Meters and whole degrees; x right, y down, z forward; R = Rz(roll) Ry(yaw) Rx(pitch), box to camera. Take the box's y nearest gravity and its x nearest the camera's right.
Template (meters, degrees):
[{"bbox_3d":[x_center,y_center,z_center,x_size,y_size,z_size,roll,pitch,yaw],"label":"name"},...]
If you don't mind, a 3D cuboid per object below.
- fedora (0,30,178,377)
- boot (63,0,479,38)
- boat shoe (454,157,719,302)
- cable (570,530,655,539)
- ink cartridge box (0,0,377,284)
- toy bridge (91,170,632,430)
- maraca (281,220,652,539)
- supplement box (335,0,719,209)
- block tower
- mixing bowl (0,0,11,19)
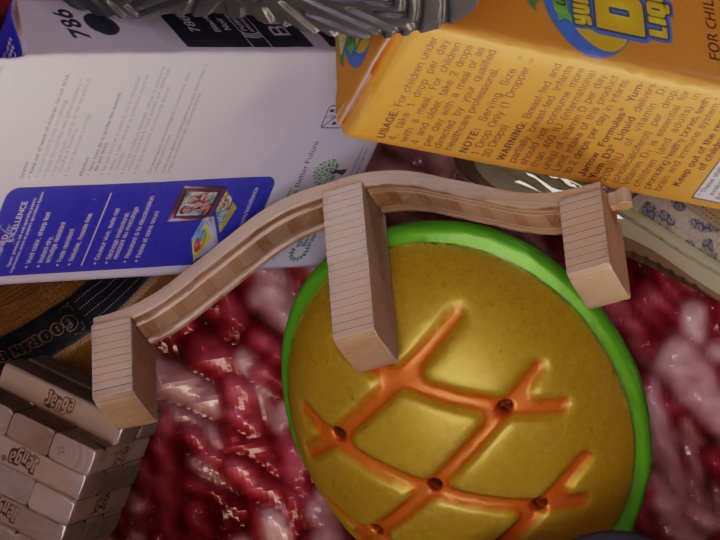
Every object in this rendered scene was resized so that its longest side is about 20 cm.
[{"bbox_3d":[-0.136,-0.030,1.093,0.201,0.200,0.082,-49,54,10],"label":"fedora"},{"bbox_3d":[-0.009,-0.177,0.982,0.164,0.066,0.201,7,57,24],"label":"boot"},{"bbox_3d":[0.134,-0.027,1.083,0.199,0.073,0.063,23,102,4],"label":"boat shoe"},{"bbox_3d":[0.072,0.158,1.079,0.199,0.051,0.163,-18,134,38],"label":"cable"},{"bbox_3d":[-0.079,-0.045,1.027,0.039,0.199,0.100,48,126,34],"label":"ink cartridge box"},{"bbox_3d":[0.000,0.000,1.032,0.199,0.027,0.068,-15,56,16],"label":"toy bridge"},{"bbox_3d":[0.046,0.071,1.094,0.136,0.107,0.201,-10,115,25],"label":"maraca"},{"bbox_3d":[0.092,-0.071,1.013,0.199,0.067,0.069,9,143,-17],"label":"supplement box"},{"bbox_3d":[-0.141,0.134,1.089,0.058,0.054,0.201,24,100,16],"label":"block tower"},{"bbox_3d":[-0.146,-0.162,1.057,0.108,0.200,0.201,24,101,-27],"label":"mixing bowl"}]
